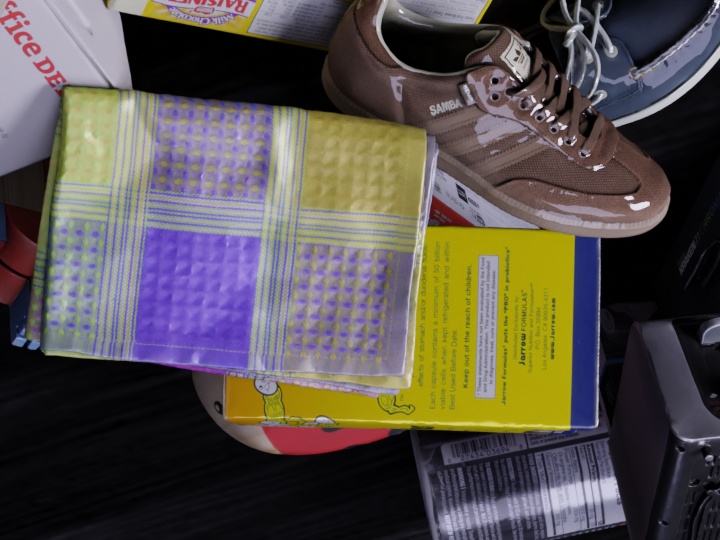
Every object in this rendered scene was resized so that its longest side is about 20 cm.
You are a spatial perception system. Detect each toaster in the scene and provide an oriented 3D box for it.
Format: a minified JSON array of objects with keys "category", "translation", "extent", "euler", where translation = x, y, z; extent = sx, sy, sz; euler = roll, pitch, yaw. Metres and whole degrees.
[{"category":"toaster","translation":[0.258,0.112,1.208],"extent":[0.181,0.119,0.200],"euler":[-6,138,-5]}]

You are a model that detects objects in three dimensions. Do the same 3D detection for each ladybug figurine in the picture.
[{"category":"ladybug figurine","translation":[-0.005,0.058,1.184],"extent":[0.200,0.072,0.136],"euler":[-20,142,11]}]

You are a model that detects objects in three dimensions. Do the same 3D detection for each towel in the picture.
[{"category":"towel","translation":[-0.062,-0.015,0.985],"extent":[0.200,0.023,0.144],"euler":[8,99,-10]}]

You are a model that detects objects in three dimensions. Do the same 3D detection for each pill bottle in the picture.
[{"category":"pill bottle","translation":[0.141,0.136,1.377],"extent":[0.200,0.106,0.106],"euler":[-11,143,-1]}]

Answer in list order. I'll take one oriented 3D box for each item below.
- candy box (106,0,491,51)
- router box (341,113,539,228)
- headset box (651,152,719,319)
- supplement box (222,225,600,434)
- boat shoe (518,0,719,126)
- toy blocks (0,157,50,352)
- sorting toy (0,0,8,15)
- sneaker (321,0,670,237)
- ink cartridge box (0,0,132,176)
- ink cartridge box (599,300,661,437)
[{"category":"candy box","translation":[-0.023,-0.160,1.018],"extent":[0.200,0.026,0.102],"euler":[8,142,-23]},{"category":"router box","translation":[0.000,0.000,1.211],"extent":[0.179,0.049,0.200],"euler":[-33,138,25]},{"category":"headset box","translation":[0.301,-0.008,1.244],"extent":[0.200,0.093,0.174],"euler":[2,140,-16]},{"category":"supplement box","translation":[0.027,0.034,1.076],"extent":[0.200,0.110,0.109],"euler":[2,174,0]},{"category":"boat shoe","translation":[0.118,-0.117,1.077],"extent":[0.200,0.075,0.062],"euler":[-25,153,31]},{"category":"toy blocks","translation":[-0.163,-0.015,1.078],"extent":[0.200,0.137,0.100],"euler":[16,135,-31]},{"category":"sorting toy","translation":[-0.229,-0.180,0.823],"extent":[0.200,0.070,0.199],"euler":[26,117,-15]},{"category":"sneaker","translation":[0.077,-0.083,1.015],"extent":[0.200,0.070,0.076],"euler":[23,137,-1]},{"category":"ink cartridge box","translation":[-0.234,-0.110,0.979],"extent":[0.200,0.084,0.146],"euler":[-20,142,10]},{"category":"ink cartridge box","translation":[0.258,0.065,1.321],"extent":[0.200,0.100,0.039],"euler":[-3,141,-11]}]
